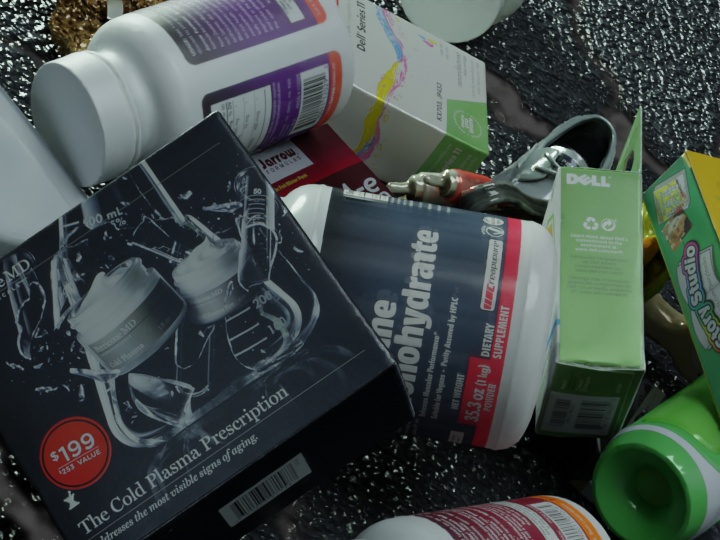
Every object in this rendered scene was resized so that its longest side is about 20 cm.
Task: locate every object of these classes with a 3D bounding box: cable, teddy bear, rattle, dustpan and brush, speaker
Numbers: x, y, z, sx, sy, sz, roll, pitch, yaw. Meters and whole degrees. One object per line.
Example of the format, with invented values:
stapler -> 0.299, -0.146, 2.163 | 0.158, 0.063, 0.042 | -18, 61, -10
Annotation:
cable -> 0.112, -0.052, 1.625 | 0.199, 0.097, 0.051 | -5, 77, -34
teddy bear -> -0.182, -0.187, 1.596 | 0.144, 0.067, 0.201 | -17, 70, -40
rattle -> 0.244, 0.054, 1.661 | 0.143, 0.129, 0.201 | -59, 134, -66
dustpan and brush -> -0.253, -0.036, 1.370 | 0.140, 0.057, 0.200 | 52, 28, -5
speaker -> 0.234, 0.117, 1.540 | 0.089, 0.089, 0.200 | 49, 37, 12

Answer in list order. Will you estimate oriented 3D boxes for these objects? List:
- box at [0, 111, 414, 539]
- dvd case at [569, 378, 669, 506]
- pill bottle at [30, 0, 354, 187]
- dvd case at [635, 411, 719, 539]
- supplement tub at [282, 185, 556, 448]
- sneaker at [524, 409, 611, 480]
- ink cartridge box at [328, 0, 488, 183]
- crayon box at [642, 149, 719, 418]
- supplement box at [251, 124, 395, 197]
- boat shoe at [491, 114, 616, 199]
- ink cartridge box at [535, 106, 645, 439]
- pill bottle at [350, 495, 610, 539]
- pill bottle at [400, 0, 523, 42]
box -> -0.104, 0.051, 1.266 | 0.183, 0.199, 0.104 | 53, -6, 21
dvd case -> 0.249, 0.179, 1.627 | 0.200, 0.016, 0.149 | 42, 35, 3
pill bottle -> -0.111, -0.122, 1.499 | 0.199, 0.112, 0.112 | -23, 67, -36
dvd case -> 0.285, 0.188, 1.609 | 0.199, 0.016, 0.149 | 23, 38, -24
supplement tub -> 0.012, 0.026, 1.405 | 0.198, 0.141, 0.141 | 9, 39, 0
sneaker -> 0.150, 0.061, 1.612 | 0.089, 0.070, 0.201 | 8, 42, -34
ink cartridge box -> -0.005, -0.142, 1.695 | 0.199, 0.067, 0.118 | 25, 38, -21
crayon box -> 0.295, 0.027, 1.562 | 0.172, 0.058, 0.201 | 12, 49, -37
supplement box -> 0.000, 0.000, 1.551 | 0.200, 0.061, 0.109 | 47, 36, 10
boat shoe -> 0.142, -0.068, 1.747 | 0.070, 0.072, 0.201 | 41, 36, 2
ink cartridge box -> 0.150, -0.001, 1.519 | 0.059, 0.104, 0.201 | 5, 61, -2
pill bottle -> 0.054, 0.195, 1.344 | 0.199, 0.110, 0.110 | -2, 52, -44
pill bottle -> 0.096, -0.268, 1.889 | 0.112, 0.113, 0.200 | 36, 35, -6
